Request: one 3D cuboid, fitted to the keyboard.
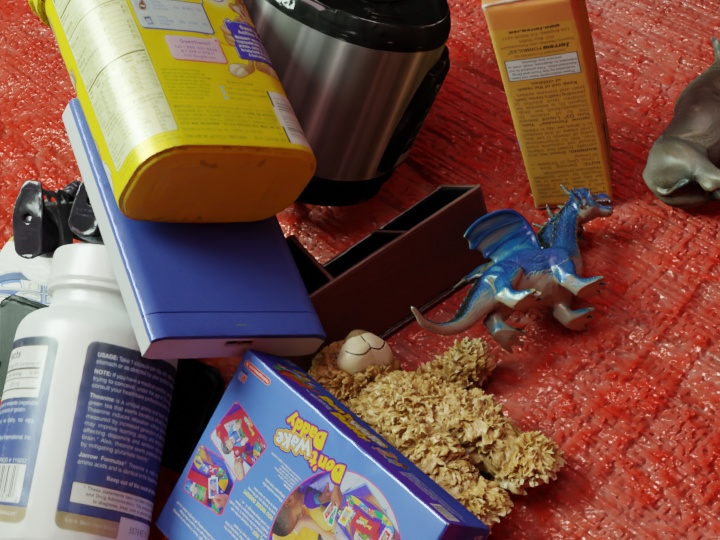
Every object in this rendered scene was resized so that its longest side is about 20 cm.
[{"bbox_3d":[-0.191,0.094,1.027,0.199,0.040,0.105,18,83,24],"label":"keyboard"}]

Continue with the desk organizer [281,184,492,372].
[{"bbox_3d":[0.000,0.000,1.035,0.199,0.077,0.072,-33,46,-13],"label":"desk organizer"}]

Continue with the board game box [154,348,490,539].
[{"bbox_3d":[-0.030,0.157,0.871,0.200,0.045,0.135,37,102,40],"label":"board game box"}]

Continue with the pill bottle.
[{"bbox_3d":[-0.181,0.091,0.941,0.110,0.111,0.202,2,73,20],"label":"pill bottle"}]

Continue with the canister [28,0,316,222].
[{"bbox_3d":[-0.126,-0.133,0.958,0.148,0.087,0.201,-1,54,-38],"label":"canister"}]

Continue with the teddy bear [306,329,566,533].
[{"bbox_3d":[0.040,0.098,0.935,0.144,0.067,0.200,-27,45,-10],"label":"teddy bear"}]

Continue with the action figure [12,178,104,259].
[{"bbox_3d":[-0.183,-0.035,1.075,0.129,0.200,0.070,1,86,13],"label":"action figure"}]

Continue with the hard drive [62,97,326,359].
[{"bbox_3d":[-0.113,-0.031,0.956,0.131,0.025,0.201,1,52,-37],"label":"hard drive"}]

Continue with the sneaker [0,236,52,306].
[{"bbox_3d":[-0.223,0.043,1.087,0.199,0.075,0.088,19,67,41],"label":"sneaker"}]

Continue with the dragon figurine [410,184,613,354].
[{"bbox_3d":[0.102,-0.001,0.989,0.198,0.059,0.100,-15,47,-23],"label":"dragon figurine"}]

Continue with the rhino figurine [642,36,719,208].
[{"bbox_3d":[0.274,-0.118,1.064,0.087,0.060,0.201,2,45,35],"label":"rhino figurine"}]

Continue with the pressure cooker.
[{"bbox_3d":[-0.037,-0.147,1.108,0.175,0.201,0.179,-5,40,-39],"label":"pressure cooker"}]

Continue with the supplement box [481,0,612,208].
[{"bbox_3d":[0.139,-0.136,1.029,0.068,0.201,0.067,-7,46,17],"label":"supplement box"}]
